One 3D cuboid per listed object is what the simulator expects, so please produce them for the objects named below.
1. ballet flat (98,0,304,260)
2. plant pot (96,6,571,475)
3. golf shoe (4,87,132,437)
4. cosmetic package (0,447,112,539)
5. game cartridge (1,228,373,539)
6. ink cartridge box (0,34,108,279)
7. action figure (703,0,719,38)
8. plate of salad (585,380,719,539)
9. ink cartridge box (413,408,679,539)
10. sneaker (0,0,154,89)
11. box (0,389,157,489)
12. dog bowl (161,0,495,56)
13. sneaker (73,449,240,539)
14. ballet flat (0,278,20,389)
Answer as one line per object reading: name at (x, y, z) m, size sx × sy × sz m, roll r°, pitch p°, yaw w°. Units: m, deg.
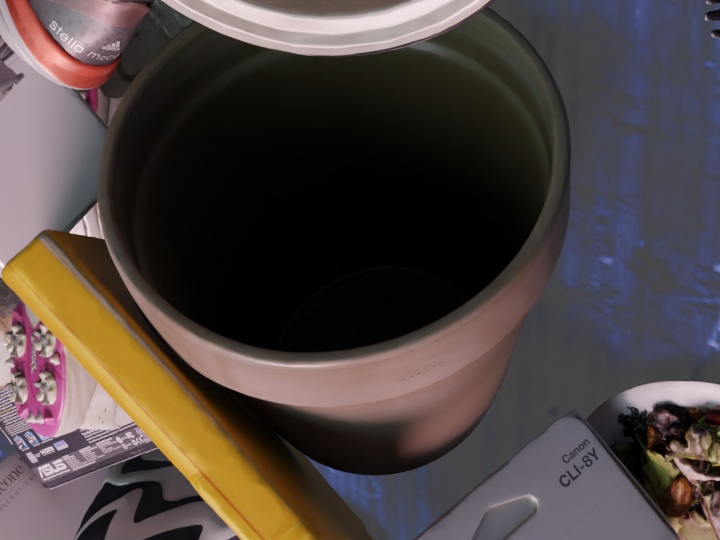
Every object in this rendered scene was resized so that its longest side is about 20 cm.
ballet flat at (-0.087, -0.086, 0.937) m, size 0.072 × 0.072 × 0.201 m, roll -23°, pitch 107°, yaw 49°
plant pot at (0.000, 0.000, 0.862) m, size 0.199 × 0.201 × 0.174 m, roll 23°, pitch 153°, yaw 24°
golf shoe at (-0.131, -0.014, 1.014) m, size 0.075 × 0.091 × 0.202 m, roll 15°, pitch 99°, yaw 56°
cosmetic package at (-0.163, 0.201, 1.231) m, size 0.200 × 0.101 × 0.071 m, roll 41°, pitch 141°, yaw 3°
game cartridge at (-0.069, 0.067, 0.867) m, size 0.200 × 0.032 × 0.176 m, roll 49°, pitch -179°, yaw 2°
ink cartridge box at (-0.209, -0.104, 0.882) m, size 0.200 × 0.083 × 0.145 m, roll 52°, pitch 169°, yaw -29°
action figure at (0.197, -0.112, 0.640) m, size 0.199 × 0.102 × 0.120 m, roll -4°, pitch 110°, yaw 45°
plate of salad at (0.181, 0.139, 0.916) m, size 0.199 × 0.048 × 0.201 m, roll 24°, pitch 137°, yaw 24°
ink cartridge box at (0.048, 0.168, 0.948) m, size 0.084 × 0.145 × 0.200 m, roll 49°, pitch 153°, yaw 7°
sneaker at (-0.127, -0.179, 0.833) m, size 0.082 × 0.077 × 0.201 m, roll -35°, pitch 68°, yaw 35°
box at (-0.171, 0.037, 1.134) m, size 0.162 × 0.049 × 0.199 m, roll 52°, pitch 141°, yaw -11°
dog bowl at (-0.017, -0.183, 0.740) m, size 0.198 × 0.074 × 0.201 m, roll 7°, pitch 135°, yaw 7°
sneaker at (-0.094, 0.181, 1.128) m, size 0.198 × 0.130 × 0.080 m, roll 20°, pitch 136°, yaw 27°
ballet flat at (-0.235, 0.035, 1.100) m, size 0.199 × 0.067 × 0.069 m, roll 13°, pitch 127°, yaw 36°
